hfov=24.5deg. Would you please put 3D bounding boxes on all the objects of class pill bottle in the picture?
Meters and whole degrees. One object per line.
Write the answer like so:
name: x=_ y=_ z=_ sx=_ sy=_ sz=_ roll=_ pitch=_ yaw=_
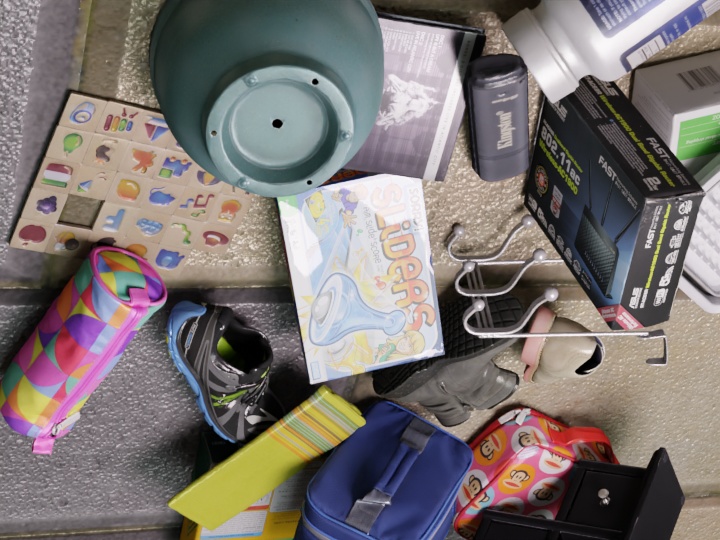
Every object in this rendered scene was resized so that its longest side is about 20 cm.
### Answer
pill bottle: x=0.225 y=-0.234 z=1.424 sx=0.200 sy=0.111 sz=0.111 roll=-34 pitch=133 yaw=10

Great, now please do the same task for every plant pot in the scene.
plant pot: x=-0.071 y=-0.142 z=1.347 sx=0.199 sy=0.134 sz=0.201 roll=-4 pitch=124 yaw=-6

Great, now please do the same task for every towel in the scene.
towel: x=-0.094 y=0.186 z=1.651 sx=0.200 sy=0.018 sz=0.086 roll=-36 pitch=141 yaw=8

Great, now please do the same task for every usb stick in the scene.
usb stick: x=0.123 y=-0.133 z=1.476 sx=0.055 sy=0.033 sz=0.200 roll=-8 pitch=157 yaw=3

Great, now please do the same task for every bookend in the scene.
bookend: x=0.214 y=0.281 z=1.759 sx=0.198 sy=0.200 sz=0.092 roll=5 pitch=140 yaw=33

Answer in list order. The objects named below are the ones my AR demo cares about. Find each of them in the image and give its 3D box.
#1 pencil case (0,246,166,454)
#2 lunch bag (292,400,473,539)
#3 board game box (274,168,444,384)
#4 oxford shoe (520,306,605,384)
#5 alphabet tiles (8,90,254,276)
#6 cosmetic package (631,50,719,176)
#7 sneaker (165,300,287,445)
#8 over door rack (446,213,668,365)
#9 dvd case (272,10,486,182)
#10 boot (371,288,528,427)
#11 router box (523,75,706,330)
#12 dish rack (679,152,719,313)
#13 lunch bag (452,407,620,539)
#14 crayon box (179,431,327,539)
pencil case: x=-0.256 y=0.071 z=1.515 sx=0.088 sy=0.089 sz=0.200 roll=17 pitch=123 yaw=-32
lunch bag: x=0.019 y=0.237 z=1.684 sx=0.135 sy=0.200 sz=0.133 roll=24 pitch=132 yaw=13
board game box: x=0.000 y=0.000 z=1.552 sx=0.135 sy=0.034 sz=0.201 roll=-13 pitch=117 yaw=-6
oxford shoe: x=0.206 y=0.088 z=1.669 sx=0.200 sy=0.074 sz=0.071 roll=36 pitch=75 yaw=-77
alphabet tiles: x=-0.191 y=-0.070 z=1.476 sx=0.199 sy=0.008 sz=0.168 roll=11 pitch=124 yaw=-29
cosmetic package: x=0.317 y=-0.101 z=1.595 sx=0.107 sy=0.085 sz=0.201 roll=-15 pitch=132 yaw=-13
sneaker: x=-0.116 y=0.104 z=1.598 sx=0.082 sy=0.071 sz=0.200 roll=-3 pitch=138 yaw=26
over door rack: x=0.188 y=0.012 z=1.573 sx=0.199 sy=0.148 sz=0.067 roll=9 pitch=121 yaw=-10
dvd case: x=-0.004 y=-0.156 z=1.440 sx=0.199 sy=0.016 sz=0.149 roll=7 pitch=122 yaw=-13
boot: x=0.119 y=0.090 z=1.685 sx=0.130 sy=0.068 sz=0.200 roll=25 pitch=138 yaw=-39
router box: x=0.224 y=-0.066 z=1.506 sx=0.062 sy=0.200 sz=0.150 roll=-9 pitch=132 yaw=-20
dish rack: x=0.365 y=-0.062 z=1.563 sx=0.200 sy=0.044 sz=0.171 roll=-43 pitch=135 yaw=12
lunch bag: x=0.204 y=0.236 z=1.844 sx=0.200 sy=0.082 sz=0.176 roll=28 pitch=115 yaw=-36
crayon box: x=-0.118 y=0.254 z=1.755 sx=0.125 sy=0.052 sz=0.201 roll=-1 pitch=129 yaw=-21
